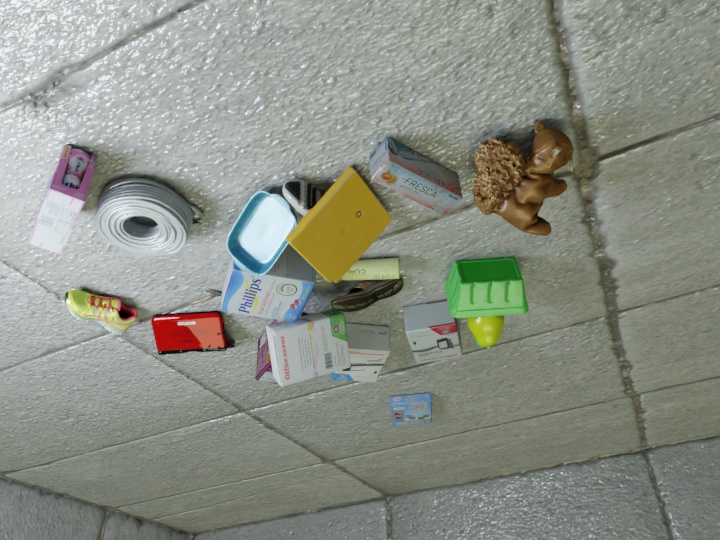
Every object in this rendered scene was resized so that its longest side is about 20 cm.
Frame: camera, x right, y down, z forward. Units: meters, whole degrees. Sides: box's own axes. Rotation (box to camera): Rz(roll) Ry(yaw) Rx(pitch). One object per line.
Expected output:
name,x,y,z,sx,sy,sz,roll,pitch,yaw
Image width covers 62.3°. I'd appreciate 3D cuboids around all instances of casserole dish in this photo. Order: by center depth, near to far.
casserole dish,-0.209,-0.083,1.284,0.120,0.039,0.201,39,117,0

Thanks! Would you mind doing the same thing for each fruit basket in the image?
fruit basket,0.318,0.083,1.512,0.210,0.157,0.219,-1,129,-2

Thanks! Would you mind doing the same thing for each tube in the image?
tube,0.000,0.000,1.470,0.195,0.052,0.060,-2,105,6

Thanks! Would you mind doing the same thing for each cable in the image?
cable,-0.459,-0.107,1.263,0.197,0.070,0.200,-21,141,23

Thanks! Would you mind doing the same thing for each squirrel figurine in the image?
squirrel figurine,0.317,-0.191,1.161,0.195,0.144,0.188,7,137,-18

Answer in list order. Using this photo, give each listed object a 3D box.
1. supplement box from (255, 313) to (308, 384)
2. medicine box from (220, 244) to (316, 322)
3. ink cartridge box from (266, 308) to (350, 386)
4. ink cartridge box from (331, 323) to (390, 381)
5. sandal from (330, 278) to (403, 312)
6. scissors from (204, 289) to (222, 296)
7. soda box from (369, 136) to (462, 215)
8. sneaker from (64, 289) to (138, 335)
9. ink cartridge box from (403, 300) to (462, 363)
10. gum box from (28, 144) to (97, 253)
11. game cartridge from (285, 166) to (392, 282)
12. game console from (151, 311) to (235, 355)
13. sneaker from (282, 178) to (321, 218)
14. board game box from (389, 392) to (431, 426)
supplement box,-0.214,0.220,1.680,0.101,0.133,0.200,16,141,-25
medicine box,-0.223,0.024,1.435,0.195,0.105,0.183,9,142,-18
ink cartridge box,-0.135,0.196,1.540,0.196,0.149,0.084,-12,-168,-23
ink cartridge box,-0.003,0.249,1.777,0.141,0.086,0.202,5,143,-12
sandal,0.014,0.052,1.543,0.196,0.055,0.082,-24,148,2
scissors,-0.314,0.078,1.581,0.072,0.014,0.199,-26,138,31
soda box,0.114,-0.188,1.201,0.197,0.070,0.063,21,138,-31
sneaker,-0.659,0.092,1.528,0.089,0.079,0.199,-29,143,20
ink cartridge box,0.210,0.179,1.699,0.142,0.085,0.201,-11,143,10
gum box,-0.584,-0.139,1.169,0.065,0.116,0.199,20,139,-30
game cartridge,-0.041,-0.089,1.258,0.200,0.032,0.176,-47,135,-3
game console,-0.472,0.177,1.698,0.195,0.119,0.176,-4,113,0
sneaker,-0.102,-0.122,1.277,0.080,0.077,0.199,-18,142,34
board game box,0.189,0.516,2.202,0.147,0.037,0.202,-6,145,3
